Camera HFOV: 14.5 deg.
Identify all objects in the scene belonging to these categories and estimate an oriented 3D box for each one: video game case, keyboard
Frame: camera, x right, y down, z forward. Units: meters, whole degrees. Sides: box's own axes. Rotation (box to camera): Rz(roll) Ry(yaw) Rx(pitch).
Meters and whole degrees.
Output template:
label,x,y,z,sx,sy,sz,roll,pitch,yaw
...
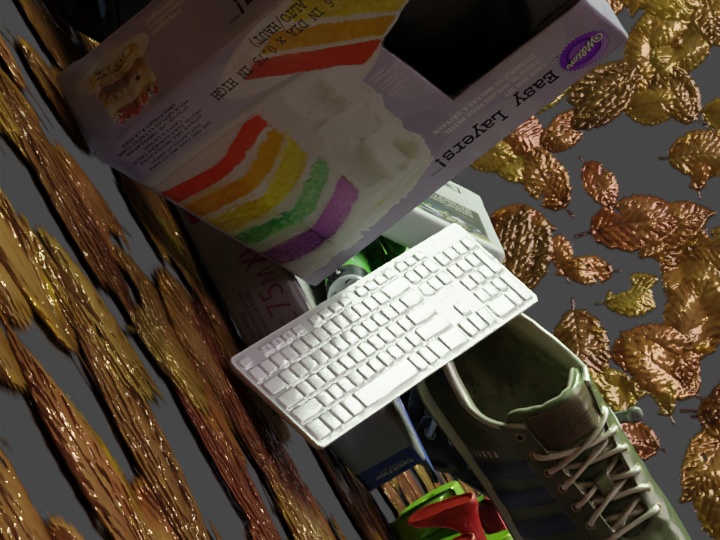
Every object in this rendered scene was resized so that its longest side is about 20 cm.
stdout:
label,x,y,z,sx,sy,sz,roll,pitch,yaw
video game case,-0.025,-0.058,1.447,0.200,0.023,0.182,26,8,-6
keyboard,0.014,0.027,1.277,0.056,0.011,0.200,38,34,15

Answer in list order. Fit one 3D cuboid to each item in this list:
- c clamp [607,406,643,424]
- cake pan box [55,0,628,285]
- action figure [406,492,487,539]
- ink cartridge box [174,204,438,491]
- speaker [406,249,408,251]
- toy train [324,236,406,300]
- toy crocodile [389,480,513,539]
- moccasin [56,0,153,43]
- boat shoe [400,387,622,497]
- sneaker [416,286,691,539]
label,x,y,z,sx,sy,sz,roll,pitch,yaw
c clamp,0.130,0.168,1.510,0.171,0.027,0.200,-172,-103,-84
cake pan box,0.000,-0.094,1.220,0.184,0.200,0.052,33,24,-57
action figure,0.070,0.202,1.316,0.065,0.052,0.200,-96,161,-68
ink cartridge box,-0.026,0.032,1.390,0.119,0.042,0.200,62,7,30
speaker,-0.015,-0.033,1.673,0.200,0.088,0.088,60,4,-2
toy train,0.000,0.000,1.411,0.056,0.042,0.200,48,7,-13
toy crocodile,0.060,0.145,1.497,0.068,0.062,0.200,60,3,3
moccasin,-0.115,-0.139,1.313,0.081,0.068,0.200,56,9,-41
boat shoe,0.053,0.079,1.478,0.064,0.071,0.200,22,-5,-38
sneaker,0.095,0.089,1.344,0.200,0.067,0.090,49,-18,21
